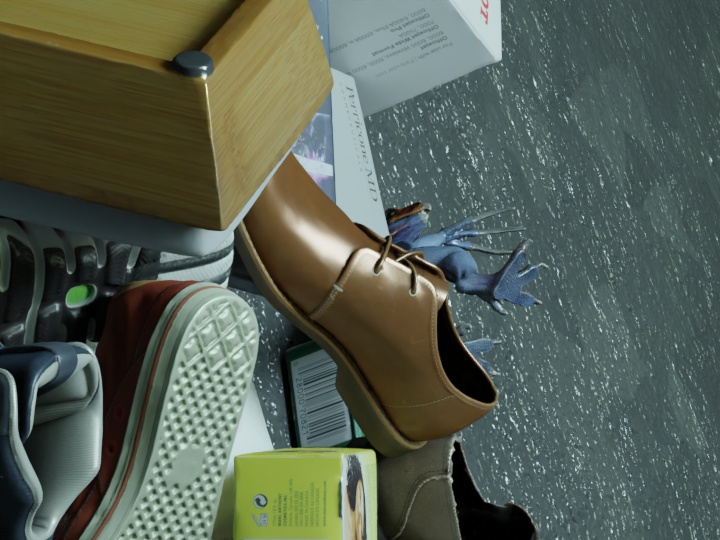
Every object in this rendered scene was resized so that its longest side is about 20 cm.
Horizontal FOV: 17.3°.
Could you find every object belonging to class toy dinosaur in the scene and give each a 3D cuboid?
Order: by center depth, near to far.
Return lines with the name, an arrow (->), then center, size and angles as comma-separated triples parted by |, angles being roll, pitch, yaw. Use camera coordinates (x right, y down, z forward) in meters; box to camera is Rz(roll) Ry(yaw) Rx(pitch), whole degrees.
toy dinosaur -> 0.025, -0.001, 1.294 | 0.199, 0.181, 0.106 | 20, 91, -38

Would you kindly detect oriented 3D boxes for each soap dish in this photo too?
soap dish -> -0.123, -0.086, 0.970 | 0.158, 0.199, 0.082 | -58, 160, -60

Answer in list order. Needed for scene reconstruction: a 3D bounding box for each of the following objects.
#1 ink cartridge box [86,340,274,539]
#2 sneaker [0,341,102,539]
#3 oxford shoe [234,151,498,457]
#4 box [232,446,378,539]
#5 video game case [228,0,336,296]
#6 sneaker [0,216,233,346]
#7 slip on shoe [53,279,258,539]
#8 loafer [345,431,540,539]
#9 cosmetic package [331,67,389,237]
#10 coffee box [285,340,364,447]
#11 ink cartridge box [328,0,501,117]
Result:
ink cartridge box -> -0.084, 0.121, 1.074 | 0.162, 0.057, 0.201 | -5, 73, -65
sneaker -> -0.174, 0.021, 0.846 | 0.077, 0.145, 0.204 | -27, 96, -64
oxford shoe -> 0.000, 0.000, 1.111 | 0.200, 0.071, 0.072 | 53, 33, -30
box -> -0.021, 0.117, 1.064 | 0.200, 0.050, 0.076 | 33, 56, -86
video game case -> -0.053, -0.089, 1.135 | 0.143, 0.019, 0.202 | 17, 68, -61
sneaker -> -0.161, -0.011, 0.999 | 0.199, 0.115, 0.076 | -6, 120, -38
slip on shoe -> -0.101, 0.097, 0.969 | 0.074, 0.061, 0.201 | 17, 92, -51
loafer -> 0.063, 0.160, 1.212 | 0.200, 0.071, 0.073 | 54, 30, -31
cosmetic package -> -0.067, -0.063, 1.214 | 0.200, 0.071, 0.102 | 15, 59, -62
coffee box -> 0.017, 0.143, 1.269 | 0.123, 0.044, 0.201 | 28, 48, -56
ink cartridge box -> -0.029, -0.200, 1.305 | 0.200, 0.144, 0.148 | 48, 32, -39
